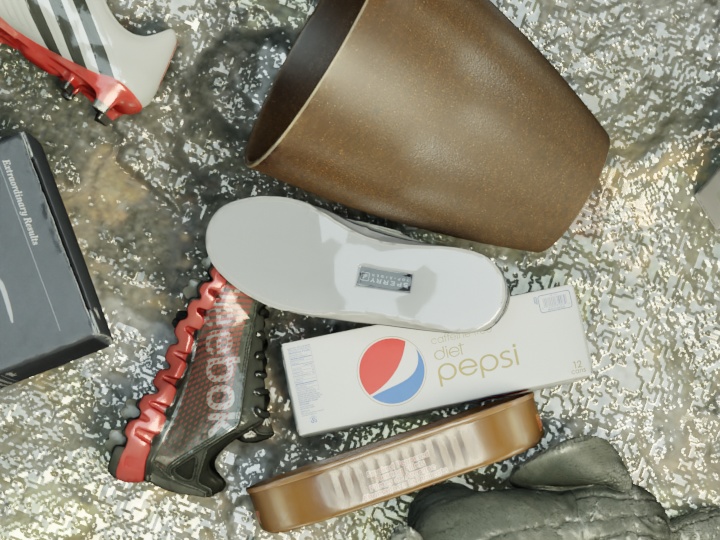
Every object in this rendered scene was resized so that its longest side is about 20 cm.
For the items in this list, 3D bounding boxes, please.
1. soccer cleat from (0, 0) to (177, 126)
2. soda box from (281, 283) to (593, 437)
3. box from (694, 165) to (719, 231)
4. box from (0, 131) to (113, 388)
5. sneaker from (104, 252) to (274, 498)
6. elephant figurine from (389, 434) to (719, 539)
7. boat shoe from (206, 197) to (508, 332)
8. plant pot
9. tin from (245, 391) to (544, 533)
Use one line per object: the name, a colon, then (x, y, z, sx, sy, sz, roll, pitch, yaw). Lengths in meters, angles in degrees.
soccer cleat: (-0.216, -0.182, 1.722, 0.200, 0.069, 0.085, 36, 77, 0)
soda box: (0.050, 0.061, 1.694, 0.200, 0.068, 0.064, -11, 84, 0)
box: (0.321, -0.093, 1.669, 0.200, 0.144, 0.036, -28, 84, -2)
box: (-0.282, 0.014, 1.681, 0.200, 0.104, 0.148, -20, 85, -2)
sneaker: (-0.089, 0.063, 1.693, 0.098, 0.071, 0.201, 26, 87, 3)
elephant figurine: (0.135, 0.170, 1.640, 0.200, 0.155, 0.142, -18, 109, 9)
boat shoe: (0.000, 0.000, 1.644, 0.200, 0.070, 0.071, 10, 86, 10)
plant pot: (0.057, -0.101, 1.668, 0.200, 0.187, 0.187, 29, 85, -12)
tin: (0.024, 0.127, 1.667, 0.200, 0.112, 0.042, -19, 92, -1)
